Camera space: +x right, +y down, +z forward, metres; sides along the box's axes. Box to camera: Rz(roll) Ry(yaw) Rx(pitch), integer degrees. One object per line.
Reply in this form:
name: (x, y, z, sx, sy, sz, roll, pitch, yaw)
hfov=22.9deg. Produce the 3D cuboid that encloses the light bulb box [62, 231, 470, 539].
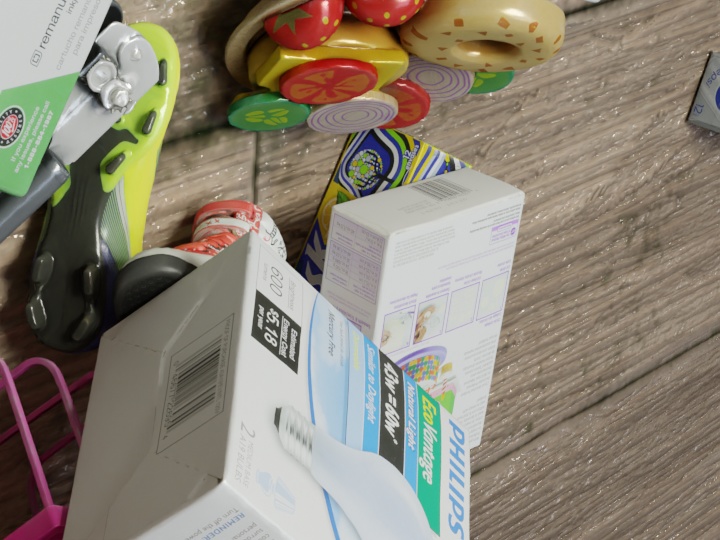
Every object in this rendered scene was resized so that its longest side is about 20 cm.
light bulb box: (-0.043, 0.127, 0.964, 0.124, 0.199, 0.200, -32, 122, 25)

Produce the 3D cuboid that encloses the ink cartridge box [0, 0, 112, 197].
ink cartridge box: (-0.228, -0.137, 0.867, 0.200, 0.084, 0.147, 22, 92, -53)

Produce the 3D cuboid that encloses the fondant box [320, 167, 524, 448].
fondant box: (0.034, 0.042, 1.216, 0.144, 0.058, 0.202, -18, 123, -45)

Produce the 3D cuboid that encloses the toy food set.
toy food set: (0.014, -0.134, 1.101, 0.198, 0.198, 0.049, -1, 74, -23)

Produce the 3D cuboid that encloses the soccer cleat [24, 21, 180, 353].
soccer cleat: (-0.151, -0.049, 1.053, 0.084, 0.064, 0.202, -25, 132, -80)

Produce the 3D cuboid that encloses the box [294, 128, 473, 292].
box: (0.000, 0.000, 1.250, 0.070, 0.064, 0.201, 19, 95, -54)

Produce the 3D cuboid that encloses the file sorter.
file sorter: (-0.173, 0.135, 1.039, 0.139, 0.126, 0.199, -36, 152, 23)

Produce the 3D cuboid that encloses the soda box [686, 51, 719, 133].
soda box: (0.381, -0.147, 1.633, 0.199, 0.063, 0.069, 7, 105, -52)

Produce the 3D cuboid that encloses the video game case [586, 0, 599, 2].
video game case: (0.039, -0.231, 1.065, 0.199, 0.182, 0.023, 0, 131, -51)

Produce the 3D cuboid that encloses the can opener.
can opener: (-0.192, -0.065, 0.986, 0.200, 0.066, 0.053, -48, 140, -7)

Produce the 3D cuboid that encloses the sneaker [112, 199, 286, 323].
sneaker: (-0.097, -0.001, 1.094, 0.201, 0.067, 0.109, 44, 35, -59)
